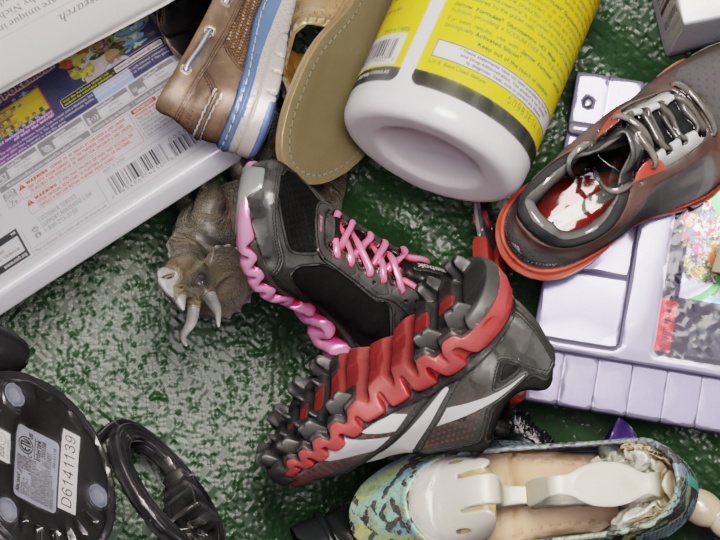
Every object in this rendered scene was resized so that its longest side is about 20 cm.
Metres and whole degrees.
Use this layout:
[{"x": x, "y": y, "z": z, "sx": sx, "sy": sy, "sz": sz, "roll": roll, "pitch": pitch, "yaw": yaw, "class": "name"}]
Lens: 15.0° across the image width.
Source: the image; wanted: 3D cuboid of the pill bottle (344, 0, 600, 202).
[{"x": 0.077, "y": -0.150, "z": 1.585, "sx": 0.112, "sy": 0.112, "sz": 0.200, "roll": 23, "pitch": 72, "yaw": 3, "class": "pill bottle"}]

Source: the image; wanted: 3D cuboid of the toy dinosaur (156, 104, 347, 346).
[{"x": -0.062, "y": -0.035, "z": 1.620, "sx": 0.200, "sy": 0.077, "sz": 0.102, "roll": -32, "pitch": 85, "yaw": -32, "class": "toy dinosaur"}]

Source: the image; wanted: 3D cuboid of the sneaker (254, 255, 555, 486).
[{"x": 0.029, "y": 0.075, "z": 1.532, "sx": 0.098, "sy": 0.071, "sz": 0.200, "roll": 38, "pitch": 123, "yaw": -25, "class": "sneaker"}]

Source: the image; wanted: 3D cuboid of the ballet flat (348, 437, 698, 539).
[{"x": 0.092, "y": 0.124, "z": 1.538, "sx": 0.199, "sy": 0.074, "sz": 0.074, "roll": -8, "pitch": 86, "yaw": 0, "class": "ballet flat"}]

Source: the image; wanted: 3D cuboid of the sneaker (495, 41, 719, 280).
[{"x": 0.167, "y": -0.067, "z": 1.567, "sx": 0.200, "sy": 0.082, "sz": 0.077, "roll": -40, "pitch": 80, "yaw": -11, "class": "sneaker"}]

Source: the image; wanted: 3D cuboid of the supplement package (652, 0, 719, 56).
[{"x": 0.214, "y": -0.241, "z": 1.597, "sx": 0.113, "sy": 0.110, "sz": 0.201, "roll": -13, "pitch": 85, "yaw": 0, "class": "supplement package"}]

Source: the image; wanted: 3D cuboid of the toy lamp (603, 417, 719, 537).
[{"x": 0.228, "y": 0.154, "z": 1.597, "sx": 0.200, "sy": 0.058, "sz": 0.058, "roll": 26, "pitch": 87, "yaw": 3, "class": "toy lamp"}]

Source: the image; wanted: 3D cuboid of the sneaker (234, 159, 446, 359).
[{"x": 0.000, "y": 0.000, "z": 1.551, "sx": 0.095, "sy": 0.200, "sz": 0.079, "roll": -11, "pitch": 51, "yaw": 25, "class": "sneaker"}]

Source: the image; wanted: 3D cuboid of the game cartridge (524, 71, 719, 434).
[{"x": 0.175, "y": -0.010, "z": 1.624, "sx": 0.129, "sy": 0.038, "sz": 0.201, "roll": 9, "pitch": 86, "yaw": 7, "class": "game cartridge"}]

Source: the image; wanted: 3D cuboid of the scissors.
[{"x": 0.076, "y": -0.016, "z": 1.622, "sx": 0.014, "sy": 0.073, "sz": 0.200, "roll": -18, "pitch": 55, "yaw": 24, "class": "scissors"}]

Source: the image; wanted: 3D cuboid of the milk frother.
[{"x": -0.209, "y": 0.153, "z": 1.581, "sx": 0.188, "sy": 0.181, "sz": 0.200, "roll": -30, "pitch": 118, "yaw": 33, "class": "milk frother"}]

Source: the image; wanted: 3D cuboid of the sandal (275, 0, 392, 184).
[{"x": -0.015, "y": -0.140, "z": 1.622, "sx": 0.070, "sy": 0.078, "sz": 0.212, "roll": 6, "pitch": 61, "yaw": 42, "class": "sandal"}]

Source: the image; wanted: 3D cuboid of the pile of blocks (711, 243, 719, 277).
[{"x": 0.307, "y": 0.004, "z": 1.579, "sx": 0.200, "sy": 0.082, "sz": 0.062, "roll": 19, "pitch": 81, "yaw": -9, "class": "pile of blocks"}]

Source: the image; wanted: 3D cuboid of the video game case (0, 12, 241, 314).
[{"x": -0.192, "y": -0.076, "z": 1.603, "sx": 0.200, "sy": 0.023, "sz": 0.182, "roll": -33, "pitch": 55, "yaw": 0, "class": "video game case"}]

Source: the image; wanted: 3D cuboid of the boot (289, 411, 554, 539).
[{"x": 0.067, "y": 0.191, "z": 1.597, "sx": 0.162, "sy": 0.073, "sz": 0.199, "roll": -26, "pitch": 87, "yaw": -6, "class": "boot"}]

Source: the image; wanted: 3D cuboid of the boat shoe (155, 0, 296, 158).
[{"x": -0.077, "y": -0.151, "z": 1.572, "sx": 0.072, "sy": 0.200, "sz": 0.072, "roll": 19, "pitch": 129, "yaw": -12, "class": "boat shoe"}]

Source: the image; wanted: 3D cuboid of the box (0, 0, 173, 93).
[{"x": -0.223, "y": -0.215, "z": 1.557, "sx": 0.200, "sy": 0.131, "sz": 0.199, "roll": -28, "pitch": 45, "yaw": -1, "class": "box"}]
